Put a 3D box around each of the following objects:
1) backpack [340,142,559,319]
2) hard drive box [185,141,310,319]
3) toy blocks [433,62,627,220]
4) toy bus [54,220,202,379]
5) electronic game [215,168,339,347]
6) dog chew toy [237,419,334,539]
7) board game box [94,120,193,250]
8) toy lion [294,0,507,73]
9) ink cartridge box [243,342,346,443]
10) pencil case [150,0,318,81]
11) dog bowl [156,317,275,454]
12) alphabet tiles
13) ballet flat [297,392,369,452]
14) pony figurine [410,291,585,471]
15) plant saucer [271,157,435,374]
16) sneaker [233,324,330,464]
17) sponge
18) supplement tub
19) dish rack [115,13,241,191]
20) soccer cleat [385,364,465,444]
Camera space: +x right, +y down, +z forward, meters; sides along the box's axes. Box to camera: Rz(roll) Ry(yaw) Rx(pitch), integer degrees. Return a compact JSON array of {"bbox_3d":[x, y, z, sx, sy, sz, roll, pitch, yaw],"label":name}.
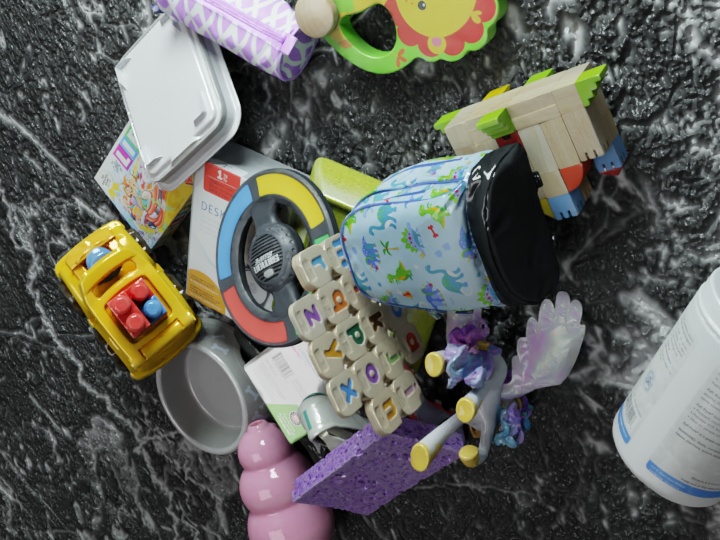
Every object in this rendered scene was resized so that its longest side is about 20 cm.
[{"bbox_3d":[0.076,-0.035,0.965,0.198,0.153,0.165,16,133,50],"label":"backpack"},{"bbox_3d":[-0.137,-0.038,1.226,0.154,0.077,0.203,24,122,25],"label":"hard drive box"},{"bbox_3d":[0.181,-0.113,0.962,0.198,0.100,0.138,-14,113,39],"label":"toy blocks"},{"bbox_3d":[-0.306,0.031,1.249,0.201,0.135,0.192,51,169,0],"label":"toy bus"},{"bbox_3d":[-0.097,-0.014,1.096,0.197,0.041,0.204,1,91,41],"label":"electronic game"},{"bbox_3d":[-0.111,0.303,1.329,0.123,0.124,0.204,-10,103,38],"label":"dog chew toy"},{"bbox_3d":[-0.273,-0.138,1.307,0.135,0.034,0.200,51,130,7],"label":"board game box"},{"bbox_3d":[0.051,-0.284,0.994,0.191,0.069,0.201,41,129,5],"label":"toy lion"},{"bbox_3d":[-0.032,0.110,1.198,0.198,0.067,0.118,-33,90,19],"label":"ink cartridge box"},{"bbox_3d":[-0.142,-0.294,1.100,0.198,0.085,0.085,30,90,13],"label":"pencil case"},{"bbox_3d":[-0.213,0.173,1.388,0.197,0.058,0.204,16,120,30],"label":"dog bowl"},{"bbox_3d":[-0.001,0.064,0.989,0.014,0.195,0.203,-25,93,32],"label":"alphabet tiles"},{"bbox_3d":[0.005,0.213,1.170,0.198,0.071,0.069,30,139,-33],"label":"ballet flat"},{"bbox_3d":[0.136,0.113,1.040,0.164,0.199,0.197,15,105,31],"label":"pony figurine"},{"bbox_3d":[0.000,0.000,1.105,0.197,0.048,0.203,23,107,14],"label":"plant saucer"},{"bbox_3d":[-0.105,0.160,1.302,0.198,0.060,0.105,36,122,14],"label":"sneaker"},{"bbox_3d":[0.016,0.228,1.113,0.200,0.110,0.030,-44,39,40],"label":"sponge"},{"bbox_3d":[0.337,0.112,0.912,0.131,0.131,0.202,36,127,17],"label":"supplement tub"},{"bbox_3d":[-0.233,-0.219,1.181,0.171,0.043,0.203,-34,68,32],"label":"dish rack"},{"bbox_3d":[0.063,0.177,1.127,0.066,0.077,0.201,-6,141,30],"label":"soccer cleat"}]
